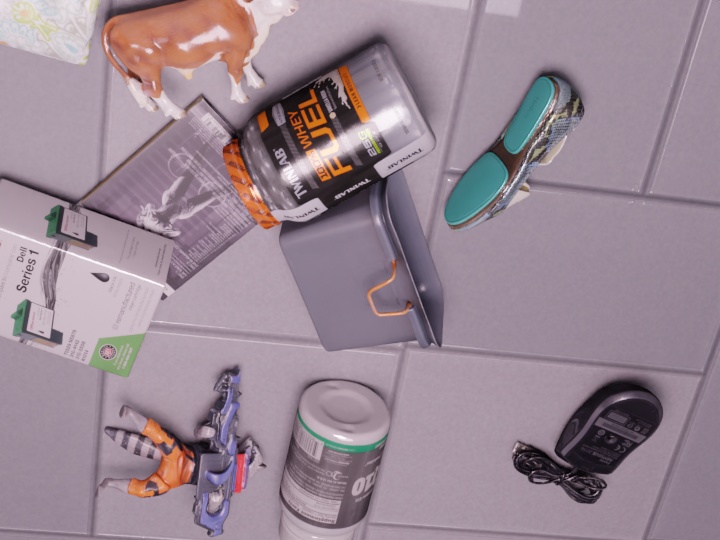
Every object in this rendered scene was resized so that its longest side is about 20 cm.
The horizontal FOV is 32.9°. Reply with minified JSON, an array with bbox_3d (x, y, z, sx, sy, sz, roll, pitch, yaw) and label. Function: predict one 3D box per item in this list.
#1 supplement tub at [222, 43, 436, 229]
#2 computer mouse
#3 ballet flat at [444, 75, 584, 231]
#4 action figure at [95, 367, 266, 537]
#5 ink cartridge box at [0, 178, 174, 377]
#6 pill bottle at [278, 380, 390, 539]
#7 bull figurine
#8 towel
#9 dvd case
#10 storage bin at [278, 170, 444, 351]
[{"bbox_3d":[-0.033,-0.131,1.234,0.198,0.123,0.123,-29,119,8],"label":"supplement tub"},{"bbox_3d":[0.291,0.199,1.512,0.137,0.053,0.200,27,125,-19],"label":"computer mouse"},{"bbox_3d":[0.170,-0.113,1.305,0.074,0.075,0.201,28,117,-20],"label":"ballet flat"},{"bbox_3d":[-0.202,0.202,1.453,0.191,0.104,0.203,14,94,-22],"label":"action figure"},{"bbox_3d":[-0.317,0.011,1.300,0.197,0.085,0.147,19,125,-14],"label":"ink cartridge box"},{"bbox_3d":[-0.036,0.243,1.463,0.111,0.114,0.203,8,120,-10],"label":"pill bottle"},{"bbox_3d":[-0.152,-0.224,1.202,0.196,0.065,0.123,-11,118,1],"label":"bull figurine"},{"bbox_3d":[-0.319,-0.307,1.148,0.169,0.048,0.202,15,118,-14],"label":"towel"},{"bbox_3d":[-0.193,-0.074,1.316,0.199,0.016,0.149,-38,118,15],"label":"dvd case"},{"bbox_3d":[0.000,0.000,1.318,0.132,0.146,0.202,-14,122,14],"label":"storage bin"}]
